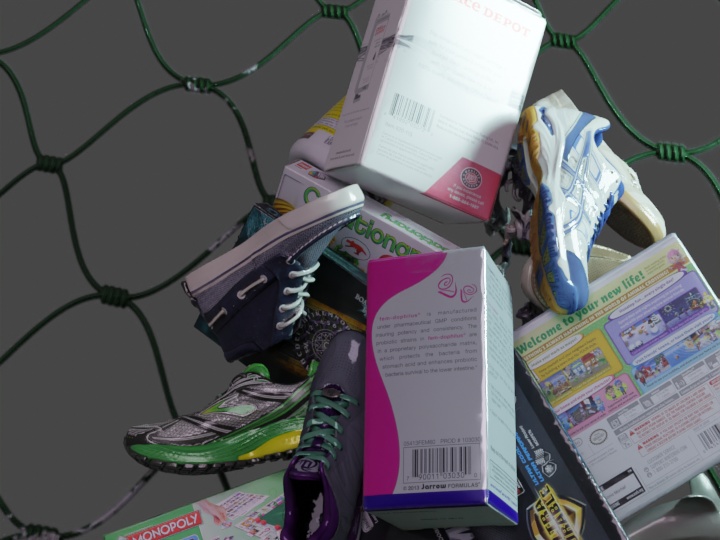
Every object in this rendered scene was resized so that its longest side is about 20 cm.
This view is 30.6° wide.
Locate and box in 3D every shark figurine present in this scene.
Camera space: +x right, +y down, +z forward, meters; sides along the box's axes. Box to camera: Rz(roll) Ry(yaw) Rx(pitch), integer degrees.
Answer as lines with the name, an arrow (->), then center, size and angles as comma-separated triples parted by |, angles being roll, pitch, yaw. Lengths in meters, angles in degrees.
shark figurine -> 0.253, 0.219, 1.086 | 0.212, 0.090, 0.129 | -17, 59, -9

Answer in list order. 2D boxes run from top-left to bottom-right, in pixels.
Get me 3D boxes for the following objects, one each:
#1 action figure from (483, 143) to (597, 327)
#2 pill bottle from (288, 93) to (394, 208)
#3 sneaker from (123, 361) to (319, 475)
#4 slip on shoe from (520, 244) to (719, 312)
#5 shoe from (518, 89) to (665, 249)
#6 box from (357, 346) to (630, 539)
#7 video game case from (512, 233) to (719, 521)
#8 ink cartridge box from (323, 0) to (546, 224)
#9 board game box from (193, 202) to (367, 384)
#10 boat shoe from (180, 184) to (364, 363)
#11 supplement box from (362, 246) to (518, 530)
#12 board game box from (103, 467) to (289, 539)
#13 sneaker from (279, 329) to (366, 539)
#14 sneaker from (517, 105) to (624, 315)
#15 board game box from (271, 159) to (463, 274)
action figure -> 0.162, -0.045, 1.236 | 0.117, 0.102, 0.202 | 15, 77, 14
pill bottle -> 0.031, -0.140, 1.289 | 0.109, 0.110, 0.200 | 37, 69, 22
sneaker -> -0.109, 0.131, 1.151 | 0.197, 0.078, 0.086 | -10, 77, -5
slip on shoe -> 0.241, 0.026, 1.169 | 0.198, 0.061, 0.077 | 21, 82, -13
shoe -> 0.233, -0.102, 1.279 | 0.053, 0.070, 0.200 | -36, 62, -7
box -> 0.093, 0.197, 1.075 | 0.197, 0.050, 0.201 | -32, 63, 6
video game case -> 0.229, 0.097, 1.113 | 0.199, 0.022, 0.183 | -32, 75, 7
ink cartridge box -> 0.070, -0.161, 1.201 | 0.145, 0.083, 0.202 | 21, 81, -25
board game box -> -0.045, 0.048, 1.189 | 0.199, 0.028, 0.136 | 35, 107, 20
boat shoe -> -0.061, 0.006, 1.145 | 0.199, 0.074, 0.094 | -30, 86, 33
supplement box -> 0.064, 0.095, 1.041 | 0.100, 0.103, 0.203 | -6, 69, 19
board game box -> -0.106, 0.255, 1.117 | 0.198, 0.029, 0.136 | -19, 60, -7
sneaker -> -0.022, 0.141, 1.061 | 0.073, 0.088, 0.203 | 2, 74, 18
sneaker -> 0.190, -0.058, 1.137 | 0.087, 0.075, 0.202 | 1, 64, -6
board game box -> 0.000, 0.000, 1.207 | 0.199, 0.127, 0.035 | 29, 28, 19
